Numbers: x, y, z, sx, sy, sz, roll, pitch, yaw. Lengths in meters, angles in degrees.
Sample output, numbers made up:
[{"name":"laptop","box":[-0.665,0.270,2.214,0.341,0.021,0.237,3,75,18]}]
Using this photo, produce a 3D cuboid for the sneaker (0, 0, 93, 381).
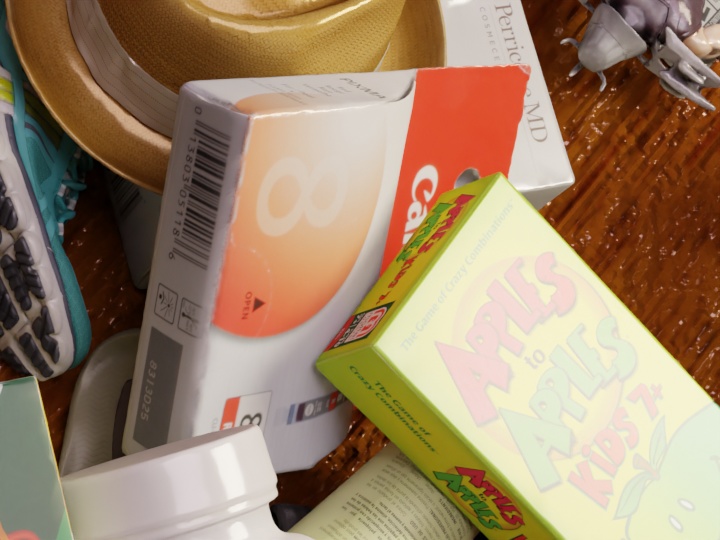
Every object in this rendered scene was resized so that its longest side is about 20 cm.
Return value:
[{"name":"sneaker","box":[-0.142,-0.053,1.211,0.079,0.077,0.201,-6,75,-33]}]

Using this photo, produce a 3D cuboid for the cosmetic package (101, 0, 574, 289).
[{"name":"cosmetic package","box":[-0.014,-0.061,1.269,0.199,0.074,0.102,-11,77,-25]}]

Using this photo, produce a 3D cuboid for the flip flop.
[{"name":"flip flop","box":[-0.097,0.114,1.168,0.081,0.058,0.201,1,68,6]}]

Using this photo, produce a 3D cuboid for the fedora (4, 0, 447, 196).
[{"name":"fedora","box":[-0.046,-0.120,1.189,0.200,0.082,0.201,9,66,-20]}]

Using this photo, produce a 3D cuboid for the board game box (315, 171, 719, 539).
[{"name":"board game box","box":[0.086,0.068,1.176,0.200,0.048,0.102,46,61,-15]}]

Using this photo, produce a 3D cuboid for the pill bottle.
[{"name":"pill bottle","box":[-0.051,0.165,1.062,0.112,0.112,0.201,-16,90,-27]}]

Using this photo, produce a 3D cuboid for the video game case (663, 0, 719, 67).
[{"name":"video game case","box":[0.161,-0.221,1.427,0.182,0.023,0.200,46,63,-4]}]

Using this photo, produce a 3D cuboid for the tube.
[{"name":"tube","box":[0.002,0.116,1.172,0.058,0.052,0.200,23,51,32]}]

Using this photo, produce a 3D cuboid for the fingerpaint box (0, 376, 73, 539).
[{"name":"fingerpaint box","box":[-0.160,0.149,1.063,0.073,0.200,0.168,-9,78,-24]}]

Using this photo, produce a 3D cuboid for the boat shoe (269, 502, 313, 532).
[{"name":"boat shoe","box":[-0.035,0.191,1.182,0.065,0.073,0.201,20,57,-11]}]

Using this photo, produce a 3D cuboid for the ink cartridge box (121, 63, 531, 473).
[{"name":"ink cartridge box","box":[0.000,0.000,1.178,0.199,0.050,0.163,-6,115,-41]}]

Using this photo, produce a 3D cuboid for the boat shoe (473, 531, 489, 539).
[{"name":"boat shoe","box":[0.050,0.174,1.213,0.062,0.075,0.201,6,59,25]}]

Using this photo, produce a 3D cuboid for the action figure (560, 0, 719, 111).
[{"name":"action figure","box":[0.162,-0.155,1.358,0.130,0.069,0.200,48,66,-10]}]
